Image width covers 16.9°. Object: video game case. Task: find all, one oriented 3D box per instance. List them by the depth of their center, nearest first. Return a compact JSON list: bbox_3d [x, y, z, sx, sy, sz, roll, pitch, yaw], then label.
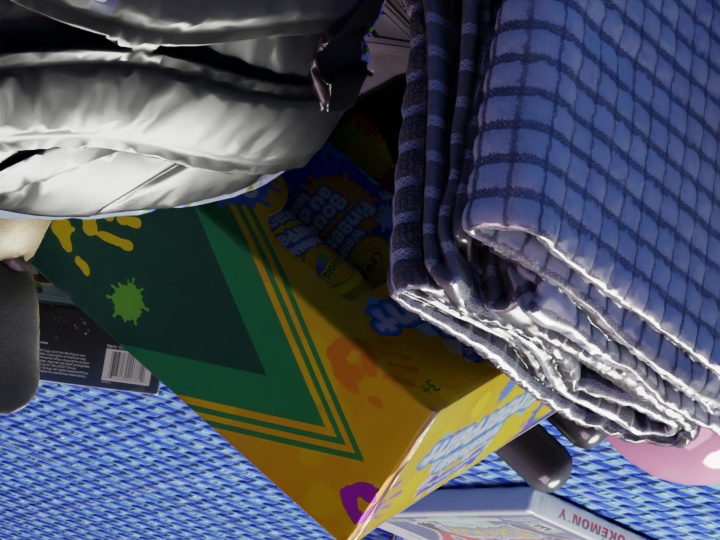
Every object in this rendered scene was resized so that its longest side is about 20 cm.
[{"bbox_3d":[0.122,0.202,1.820,0.181,0.023,0.199,26,158,-35],"label":"video game case"}]

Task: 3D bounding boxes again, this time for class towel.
[{"bbox_3d":[0.081,-0.040,0.867,0.085,0.167,0.200,-8,155,35],"label":"towel"}]

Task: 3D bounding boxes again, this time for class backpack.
[{"bbox_3d":[-0.080,-0.093,0.750,0.199,0.164,0.154,5,-156,-33],"label":"backpack"}]

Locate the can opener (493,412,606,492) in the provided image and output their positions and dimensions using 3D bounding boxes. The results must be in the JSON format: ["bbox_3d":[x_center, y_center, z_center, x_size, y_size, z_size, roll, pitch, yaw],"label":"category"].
[{"bbox_3d":[0.025,0.018,1.079,0.200,0.053,0.067,43,171,8],"label":"can opener"}]

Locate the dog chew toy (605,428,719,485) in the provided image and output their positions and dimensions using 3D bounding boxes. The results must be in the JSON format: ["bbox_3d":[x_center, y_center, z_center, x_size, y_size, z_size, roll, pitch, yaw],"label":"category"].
[{"bbox_3d":[0.112,0.016,1.111,0.199,0.125,0.125,24,163,4],"label":"dog chew toy"}]

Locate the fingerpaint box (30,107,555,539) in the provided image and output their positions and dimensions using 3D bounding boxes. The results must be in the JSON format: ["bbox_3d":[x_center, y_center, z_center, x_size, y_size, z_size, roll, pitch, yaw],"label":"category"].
[{"bbox_3d":[0.000,0.000,0.947,0.167,0.074,0.200,41,-151,16],"label":"fingerpaint box"}]

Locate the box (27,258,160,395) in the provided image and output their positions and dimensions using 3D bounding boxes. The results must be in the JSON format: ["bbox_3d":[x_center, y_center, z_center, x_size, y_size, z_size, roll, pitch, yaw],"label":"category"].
[{"bbox_3d":[-0.195,0.009,1.121,0.198,0.038,0.137,8,-167,-14],"label":"box"}]

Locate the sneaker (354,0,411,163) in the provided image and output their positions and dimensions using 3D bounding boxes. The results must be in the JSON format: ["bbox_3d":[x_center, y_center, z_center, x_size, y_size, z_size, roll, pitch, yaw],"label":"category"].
[{"bbox_3d":[-0.018,-0.104,0.886,0.199,0.088,0.075,29,159,-35],"label":"sneaker"}]

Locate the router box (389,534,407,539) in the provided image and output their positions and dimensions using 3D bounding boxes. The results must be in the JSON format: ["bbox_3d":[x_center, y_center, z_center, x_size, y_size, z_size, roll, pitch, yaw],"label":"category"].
[{"bbox_3d":[0.107,0.282,2.030,0.198,0.049,0.180,15,162,-3],"label":"router box"}]

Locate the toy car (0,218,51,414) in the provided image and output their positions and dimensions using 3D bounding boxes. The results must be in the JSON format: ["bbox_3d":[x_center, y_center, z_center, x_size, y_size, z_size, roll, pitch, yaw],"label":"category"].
[{"bbox_3d":[-0.157,-0.046,0.978,0.163,0.202,0.158,13,162,1],"label":"toy car"}]
